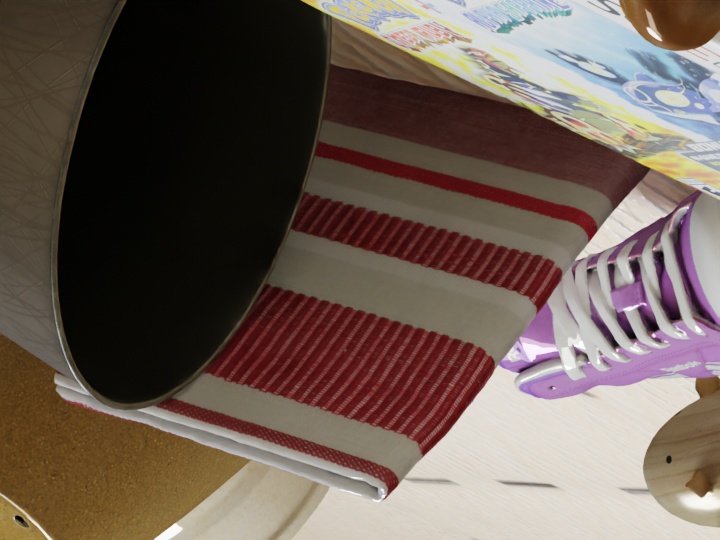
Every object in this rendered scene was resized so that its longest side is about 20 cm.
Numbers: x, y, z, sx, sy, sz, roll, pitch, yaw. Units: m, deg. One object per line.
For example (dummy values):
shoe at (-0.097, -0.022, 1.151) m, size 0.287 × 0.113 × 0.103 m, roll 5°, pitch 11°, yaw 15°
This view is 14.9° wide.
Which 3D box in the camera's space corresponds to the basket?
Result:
basket at (-0.132, -0.069, 0.955) m, size 0.200 × 0.181 × 0.136 m, roll 20°, pitch -173°, yaw 31°

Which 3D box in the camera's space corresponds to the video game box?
video game box at (0.083, -0.073, 0.805) m, size 0.182 × 0.047 × 0.200 m, roll 27°, pitch 173°, yaw -13°

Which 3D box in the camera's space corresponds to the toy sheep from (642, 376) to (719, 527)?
toy sheep at (0.218, 0.091, 1.151) m, size 0.199 × 0.138 × 0.138 m, roll 5°, pitch 166°, yaw 6°

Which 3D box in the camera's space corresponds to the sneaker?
sneaker at (0.102, 0.016, 1.013) m, size 0.114 × 0.073 × 0.200 m, roll -12°, pitch 169°, yaw -1°

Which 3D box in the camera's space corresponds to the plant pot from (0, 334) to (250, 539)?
plant pot at (-0.103, 0.029, 1.121) m, size 0.186 × 0.200 × 0.187 m, roll 25°, pitch 150°, yaw 16°

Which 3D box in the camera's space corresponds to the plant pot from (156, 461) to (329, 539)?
plant pot at (-0.134, 0.056, 1.515) m, size 0.200 × 0.201 × 0.183 m, roll 8°, pitch 151°, yaw 48°

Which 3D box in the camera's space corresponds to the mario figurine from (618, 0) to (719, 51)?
mario figurine at (0.127, -0.079, 0.590) m, size 0.200 × 0.106 × 0.123 m, roll 9°, pitch 160°, yaw 45°

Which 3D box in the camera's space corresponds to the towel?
towel at (0.000, 0.000, 0.991) m, size 0.144 × 0.200 × 0.023 m, roll 15°, pitch 135°, yaw 28°
